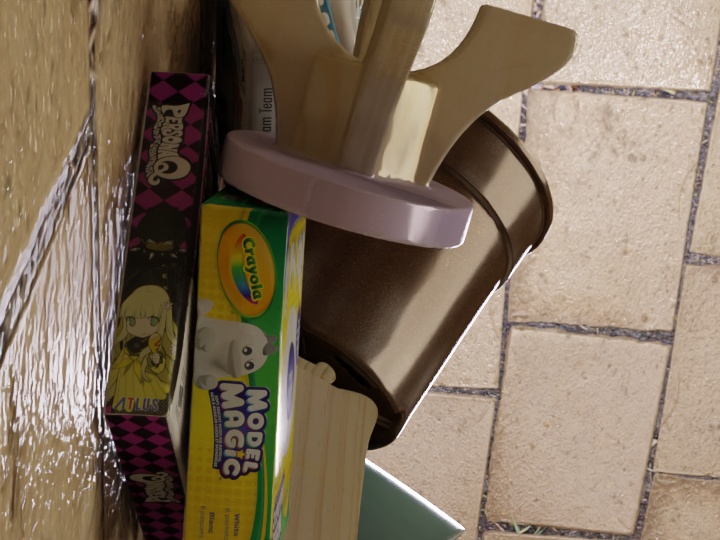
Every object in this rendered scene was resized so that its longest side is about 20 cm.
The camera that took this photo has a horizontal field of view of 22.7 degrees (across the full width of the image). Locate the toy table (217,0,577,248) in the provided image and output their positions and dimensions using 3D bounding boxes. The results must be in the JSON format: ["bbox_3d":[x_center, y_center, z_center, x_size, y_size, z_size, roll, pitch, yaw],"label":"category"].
[{"bbox_3d":[0.006,-0.087,0.884,0.200,0.183,0.118,-144,-111,-71],"label":"toy table"}]

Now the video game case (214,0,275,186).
[{"bbox_3d":[-0.069,-0.087,1.071,0.200,0.024,0.183,-109,-160,-60],"label":"video game case"}]

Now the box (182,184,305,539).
[{"bbox_3d":[-0.056,0.063,0.880,0.117,0.048,0.201,-73,169,-82],"label":"box"}]

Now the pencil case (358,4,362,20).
[{"bbox_3d":[-0.040,-0.166,1.432,0.200,0.090,0.084,86,9,-74],"label":"pencil case"}]

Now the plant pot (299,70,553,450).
[{"bbox_3d":[0.000,0.000,1.212,0.199,0.199,0.201,-59,165,-29],"label":"plant pot"}]

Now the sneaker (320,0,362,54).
[{"bbox_3d":[-0.012,-0.228,1.305,0.075,0.086,0.201,102,-24,-64],"label":"sneaker"}]

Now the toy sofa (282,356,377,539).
[{"bbox_3d":[-0.057,0.145,1.035,0.083,0.097,0.201,-41,-149,38],"label":"toy sofa"}]

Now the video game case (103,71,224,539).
[{"bbox_3d":[-0.094,0.027,0.918,0.200,0.036,0.182,91,3,-65],"label":"video game case"}]

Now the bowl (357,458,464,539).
[{"bbox_3d":[-0.039,0.192,1.188,0.105,0.200,0.201,54,-6,10],"label":"bowl"}]
